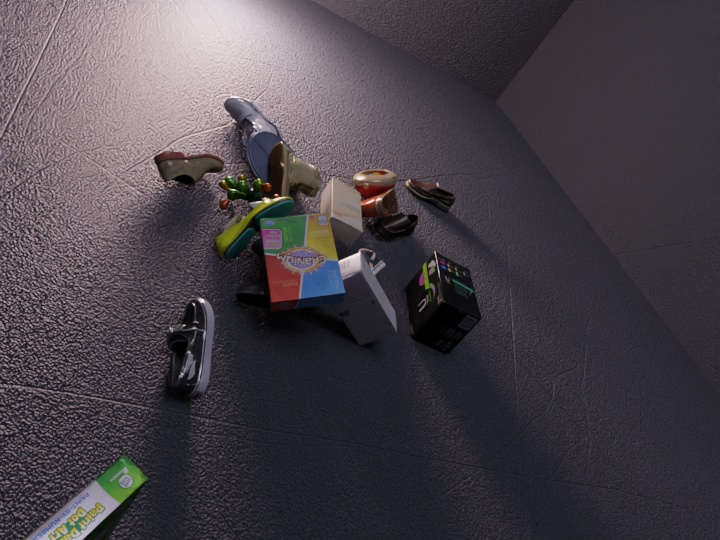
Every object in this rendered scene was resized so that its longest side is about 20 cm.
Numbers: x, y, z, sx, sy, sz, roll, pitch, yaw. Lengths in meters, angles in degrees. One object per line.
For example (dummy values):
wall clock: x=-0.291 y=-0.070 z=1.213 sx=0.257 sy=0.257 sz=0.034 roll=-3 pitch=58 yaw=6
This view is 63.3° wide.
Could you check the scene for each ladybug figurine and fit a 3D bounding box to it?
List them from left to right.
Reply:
ladybug figurine: x=0.045 y=-0.274 z=1.853 sx=0.133 sy=0.073 sz=0.200 roll=8 pitch=19 yaw=21

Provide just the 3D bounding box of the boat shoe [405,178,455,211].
boat shoe: x=0.258 y=-0.292 z=2.118 sx=0.200 sy=0.075 sz=0.075 roll=22 pitch=35 yaw=-25

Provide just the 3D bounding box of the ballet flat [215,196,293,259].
ballet flat: x=-0.239 y=-0.109 z=1.284 sx=0.067 sy=0.199 sz=0.067 roll=48 pitch=-2 yaw=27

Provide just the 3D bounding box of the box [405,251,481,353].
box: x=0.212 y=0.082 z=1.531 sx=0.123 sy=0.149 sz=0.202 roll=24 pitch=34 yaw=-20

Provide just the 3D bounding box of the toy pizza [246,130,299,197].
toy pizza: x=-0.239 y=-0.289 z=1.611 sx=0.199 sy=0.031 sz=0.203 roll=30 pitch=48 yaw=-39

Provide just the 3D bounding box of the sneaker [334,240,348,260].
sneaker: x=-0.054 y=-0.012 z=1.443 sx=0.105 sy=0.075 sz=0.201 roll=1 pitch=47 yaw=-42

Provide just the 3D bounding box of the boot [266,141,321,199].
boot: x=-0.175 y=-0.229 z=1.572 sx=0.155 sy=0.072 sz=0.203 roll=29 pitch=45 yaw=-41

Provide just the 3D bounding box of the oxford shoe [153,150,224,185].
oxford shoe: x=-0.402 y=-0.237 z=1.396 sx=0.199 sy=0.070 sz=0.076 roll=-12 pitch=84 yaw=-54

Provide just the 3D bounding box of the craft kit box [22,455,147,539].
craft kit box: x=-0.338 y=0.319 z=0.619 sx=0.048 sy=0.201 sz=0.198 roll=39 pitch=33 yaw=2

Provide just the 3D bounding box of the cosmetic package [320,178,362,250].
cosmetic package: x=-0.055 y=-0.160 z=1.633 sx=0.102 sy=0.073 sz=0.202 roll=25 pitch=34 yaw=-22

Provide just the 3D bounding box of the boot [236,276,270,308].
boot: x=-0.175 y=-0.017 z=1.253 sx=0.196 sy=0.069 sz=0.177 roll=-4 pitch=66 yaw=-19

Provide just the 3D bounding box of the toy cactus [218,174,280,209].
toy cactus: x=-0.249 y=-0.160 z=1.411 sx=0.198 sy=0.104 sz=0.165 roll=18 pitch=-11 yaw=28

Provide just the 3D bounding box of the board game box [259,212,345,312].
board game box: x=-0.123 y=-0.021 z=1.202 sx=0.150 sy=0.041 sz=0.203 roll=-7 pitch=59 yaw=-12

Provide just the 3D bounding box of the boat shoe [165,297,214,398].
boat shoe: x=-0.304 y=0.124 z=1.018 sx=0.068 sy=0.073 sz=0.202 roll=32 pitch=39 yaw=-38

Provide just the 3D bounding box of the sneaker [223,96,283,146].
sneaker: x=-0.319 y=-0.420 z=1.681 sx=0.199 sy=0.075 sz=0.115 roll=38 pitch=29 yaw=-9

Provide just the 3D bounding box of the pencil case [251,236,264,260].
pencil case: x=-0.151 y=-0.015 z=1.339 sx=0.199 sy=0.085 sz=0.092 roll=41 pitch=3 yaw=2

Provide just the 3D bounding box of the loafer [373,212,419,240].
loafer: x=0.112 y=-0.147 z=1.788 sx=0.073 sy=0.072 sz=0.199 roll=48 pitch=33 yaw=16

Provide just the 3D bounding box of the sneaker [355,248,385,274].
sneaker: x=0.000 y=0.000 z=1.485 sx=0.079 sy=0.078 sz=0.200 roll=45 pitch=21 yaw=1

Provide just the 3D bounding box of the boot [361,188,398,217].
boot: x=0.052 y=-0.200 z=1.775 sx=0.200 sy=0.106 sz=0.076 roll=-28 pitch=108 yaw=-65

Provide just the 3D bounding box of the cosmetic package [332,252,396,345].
cosmetic package: x=0.000 y=0.067 z=1.294 sx=0.075 sy=0.100 sz=0.201 roll=-91 pitch=155 yaw=-52
